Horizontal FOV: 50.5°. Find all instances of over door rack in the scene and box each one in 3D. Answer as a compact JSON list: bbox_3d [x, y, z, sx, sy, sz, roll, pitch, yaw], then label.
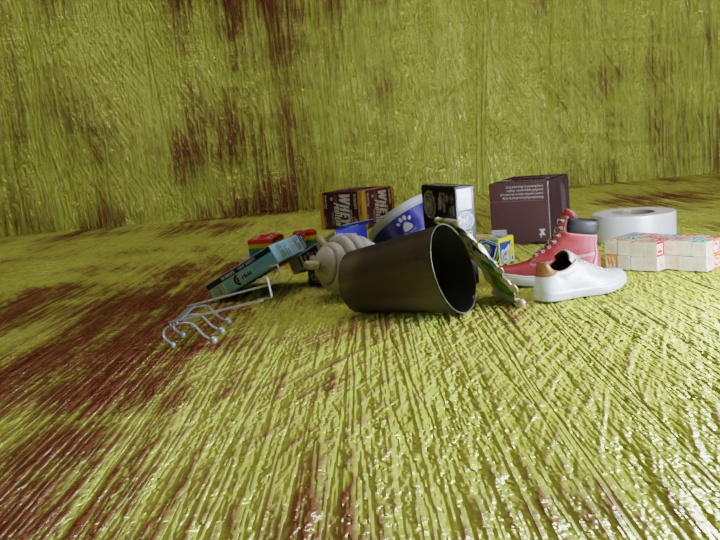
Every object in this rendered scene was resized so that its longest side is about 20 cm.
[{"bbox_3d":[-0.224,0.067,1.297,0.200,0.067,0.148,-26,9,4],"label":"over door rack"}]

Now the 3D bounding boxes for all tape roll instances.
[{"bbox_3d":[0.682,-0.113,1.910,0.202,0.071,0.202,-5,10,1],"label":"tape roll"}]

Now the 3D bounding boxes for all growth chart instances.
[{"bbox_3d":[0.211,-0.019,1.348,0.018,0.200,0.145,-39,7,-5],"label":"growth chart"}]

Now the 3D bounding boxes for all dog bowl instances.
[{"bbox_3d":[0.124,-0.102,1.833,0.200,0.079,0.200,-30,-13,-8],"label":"dog bowl"}]

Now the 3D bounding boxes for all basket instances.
[{"bbox_3d":[0.074,0.010,1.325,0.200,0.136,0.180,-8,-38,32],"label":"basket"}]

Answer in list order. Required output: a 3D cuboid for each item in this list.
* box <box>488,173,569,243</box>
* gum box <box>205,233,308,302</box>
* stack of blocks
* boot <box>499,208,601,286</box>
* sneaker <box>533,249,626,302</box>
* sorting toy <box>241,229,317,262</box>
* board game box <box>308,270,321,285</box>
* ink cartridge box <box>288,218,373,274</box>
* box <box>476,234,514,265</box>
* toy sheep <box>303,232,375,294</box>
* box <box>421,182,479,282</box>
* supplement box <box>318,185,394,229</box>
[{"bbox_3d":[0.460,-0.168,2.063,0.166,0.164,0.200,1,11,30],"label":"box"},{"bbox_3d":[-0.219,-0.009,1.656,0.170,0.045,0.200,-31,2,17],"label":"gum box"},{"bbox_3d":[0.609,-0.036,1.532,0.115,0.059,0.200,-14,13,-40],"label":"stack of blocks"},{"bbox_3d":[0.356,-0.045,1.469,0.200,0.144,0.072,-4,11,13],"label":"boot"},{"bbox_3d":[0.395,0.001,1.358,0.200,0.085,0.073,-9,9,-28],"label":"sneaker"},{"bbox_3d":[-0.213,-0.071,2.135,0.200,0.070,0.199,-4,10,9],"label":"sorting toy"},{"bbox_3d":[0.000,0.000,1.711,0.135,0.035,0.200,3,13,43],"label":"board game box"},{"bbox_3d":[-0.060,-0.050,1.657,0.099,0.039,0.200,-14,-12,-44],"label":"ink cartridge box"},{"bbox_3d":[0.255,-0.050,1.786,0.200,0.064,0.070,3,12,41],"label":"box"},{"bbox_3d":[-0.029,-0.013,1.525,0.200,0.138,0.138,-7,9,-33],"label":"toy sheep"},{"bbox_3d":[0.185,-0.079,1.587,0.044,0.200,0.160,-9,11,-19],"label":"box"},{"bbox_3d":[-0.010,-0.228,2.750,0.200,0.133,0.197,2,12,37],"label":"supplement box"}]
